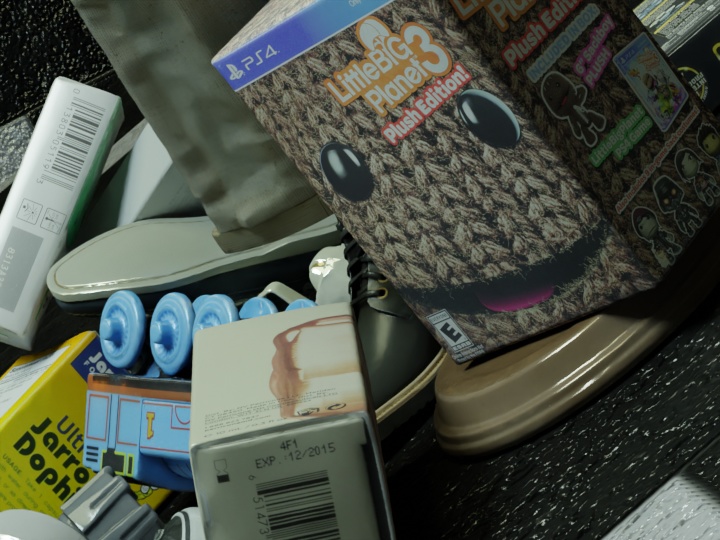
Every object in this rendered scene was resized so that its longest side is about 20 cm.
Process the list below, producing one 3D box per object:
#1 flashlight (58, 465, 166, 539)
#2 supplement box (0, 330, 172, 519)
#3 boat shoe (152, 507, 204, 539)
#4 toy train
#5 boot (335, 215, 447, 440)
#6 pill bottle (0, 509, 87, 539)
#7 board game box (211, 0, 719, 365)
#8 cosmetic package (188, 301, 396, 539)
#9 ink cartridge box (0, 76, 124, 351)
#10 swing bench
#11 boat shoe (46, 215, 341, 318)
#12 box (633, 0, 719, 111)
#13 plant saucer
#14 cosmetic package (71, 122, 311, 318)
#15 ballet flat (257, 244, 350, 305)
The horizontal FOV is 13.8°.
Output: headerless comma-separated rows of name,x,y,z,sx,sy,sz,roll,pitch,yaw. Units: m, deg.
flashlight,-0.198,0.195,1.675,0.200,0.068,0.068,-45,35,-8
supplement box,-0.212,0.148,1.801,0.200,0.110,0.109,-48,14,-28
boat shoe,-0.105,0.169,1.454,0.200,0.068,0.074,-92,9,-67
toy train,-0.085,0.071,1.690,0.086,0.115,0.199,3,-1,-34
boot,0.000,0.000,1.616,0.077,0.139,0.200,-28,18,44
pill bottle,-0.209,0.218,1.521,0.119,0.120,0.200,-29,16,41
board game box,0.057,-0.076,1.433,0.159,0.200,0.097,-25,18,51
cosmetic package,-0.032,0.092,1.424,0.087,0.104,0.200,-12,15,0
ink cartridge box,-0.197,-0.027,1.902,0.200,0.050,0.162,92,-161,-82
swing bench,-0.053,-0.155,1.572,0.129,0.199,0.201,-18,33,21
boat shoe,-0.090,-0.001,1.809,0.199,0.062,0.075,-17,39,-10
box,0.191,-0.134,1.730,0.200,0.049,0.161,-41,14,-3
plant saucer,0.110,0.017,1.487,0.200,0.030,0.200,-38,11,9
cosmetic package,-0.080,-0.040,1.864,0.200,0.150,0.052,-52,39,41
ballet flat,-0.022,0.028,1.749,0.200,0.073,0.073,-33,14,30
